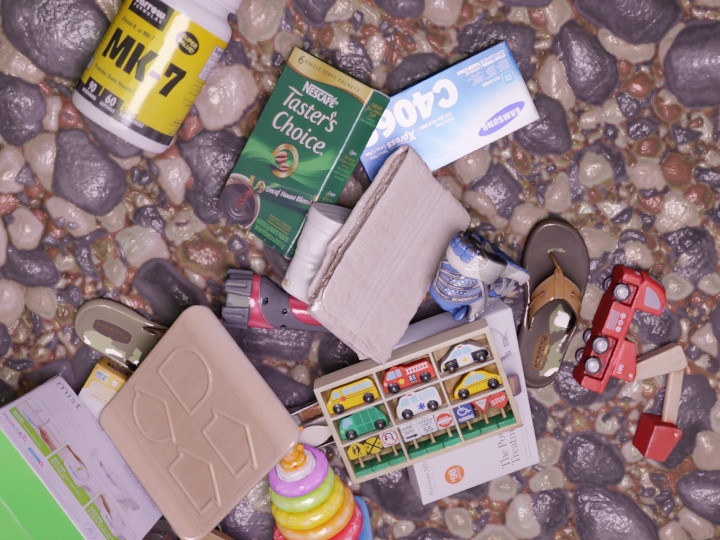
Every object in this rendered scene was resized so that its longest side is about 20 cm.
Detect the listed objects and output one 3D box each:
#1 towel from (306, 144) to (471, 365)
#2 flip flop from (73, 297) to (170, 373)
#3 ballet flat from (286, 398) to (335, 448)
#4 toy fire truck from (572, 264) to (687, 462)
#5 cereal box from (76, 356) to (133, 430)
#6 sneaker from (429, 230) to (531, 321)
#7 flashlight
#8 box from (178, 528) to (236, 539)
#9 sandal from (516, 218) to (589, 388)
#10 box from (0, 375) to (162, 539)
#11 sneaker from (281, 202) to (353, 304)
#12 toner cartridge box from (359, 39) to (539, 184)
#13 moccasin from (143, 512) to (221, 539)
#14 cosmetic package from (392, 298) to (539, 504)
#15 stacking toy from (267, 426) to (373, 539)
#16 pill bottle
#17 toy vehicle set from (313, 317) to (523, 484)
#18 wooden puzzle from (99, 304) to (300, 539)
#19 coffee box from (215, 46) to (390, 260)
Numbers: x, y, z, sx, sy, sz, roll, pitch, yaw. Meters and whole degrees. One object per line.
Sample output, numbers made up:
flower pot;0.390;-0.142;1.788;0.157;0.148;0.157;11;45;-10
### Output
towel;0.030;-0.012;1.096;0.132;0.034;0.201;43;74;-40
flip flop;-0.231;0.091;1.199;0.199;0.058;0.082;25;99;-7
ballet flat;-0.013;0.167;1.221;0.199;0.064;0.068;-22;101;2
toy fire truck;0.326;0.107;1.232;0.140;0.049;0.202;19;99;-6
cereal box;-0.289;0.221;1.231;0.143;0.040;0.201;30;98;-6
sneaker;0.119;0.010;1.139;0.077;0.200;0.085;40;101;21
flashlight;-0.055;0.040;1.193;0.198;0.068;0.069;5;89;-3
box;-0.168;0.390;1.238;0.164;0.021;0.200;-47;125;7
sandal;0.216;0.043;1.211;0.081;0.055;0.202;12;100;-5
box;-0.322;0.231;1.120;0.096;0.176;0.201;-37;92;9
sneaker;0.000;0.000;1.157;0.199;0.074;0.116;12;111;-41
toner cartridge box;0.087;-0.168;1.170;0.199;0.043;0.096;-27;102;3
moccasin;-0.208;0.310;1.241;0.073;0.078;0.203;27;103;8
cosmetic package;0.113;0.147;1.203;0.150;0.052;0.202;-17;110;-9
stacking toy;-0.065;0.240;1.179;0.115;0.110;0.201;-17;123;1
pill bottle;-0.206;-0.235;1.109;0.114;0.114;0.201;30;98;-8
toy vehicle set;0.063;0.142;1.142;0.198;0.027;0.125;-21;109;7
wooden puzzle;-0.171;0.164;1.143;0.200;0.046;0.186;-46;76;25
coffee box;-0.065;-0.126;1.141;0.123;0.044;0.201;35;100;30
